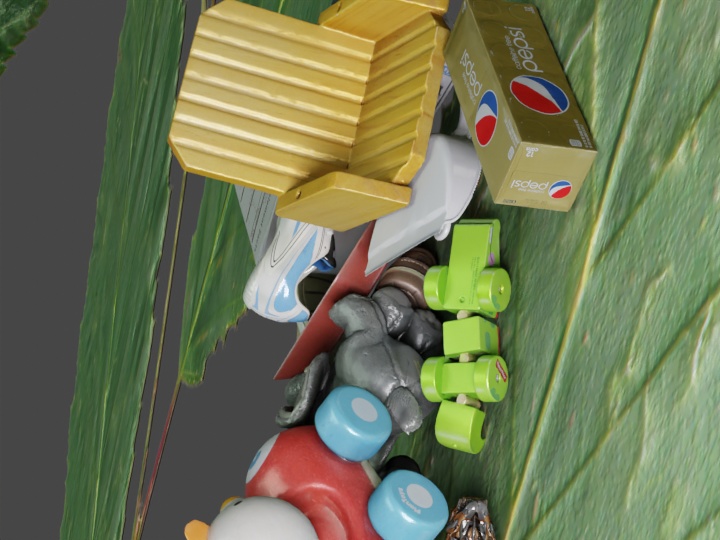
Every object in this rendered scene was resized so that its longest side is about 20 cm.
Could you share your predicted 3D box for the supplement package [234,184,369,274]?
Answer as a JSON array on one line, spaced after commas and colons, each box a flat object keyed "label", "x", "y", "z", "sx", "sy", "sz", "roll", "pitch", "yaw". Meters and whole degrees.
[{"label": "supplement package", "x": -0.062, "y": -0.099, "z": 1.795, "sx": 0.200, "sy": 0.116, "sz": 0.118, "roll": -111, "pitch": 33, "yaw": -52}]

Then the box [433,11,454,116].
[{"label": "box", "x": 0.020, "y": -0.164, "z": 1.599, "sx": 0.200, "sy": 0.060, "sz": 0.117, "roll": -58, "pitch": 29, "yaw": 30}]

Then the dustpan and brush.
[{"label": "dustpan and brush", "x": 0.073, "y": -0.093, "z": 1.438, "sx": 0.139, "sy": 0.057, "sz": 0.201, "roll": -31, "pitch": 43, "yaw": 55}]

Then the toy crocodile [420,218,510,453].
[{"label": "toy crocodile", "x": 0.094, "y": 0.053, "z": 1.392, "sx": 0.067, "sy": 0.062, "sz": 0.201, "roll": -4, "pitch": 75, "yaw": 31}]

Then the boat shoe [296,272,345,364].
[{"label": "boat shoe", "x": -0.039, "y": 0.078, "z": 1.742, "sx": 0.201, "sy": 0.074, "sz": 0.069, "roll": -103, "pitch": 32, "yaw": -41}]

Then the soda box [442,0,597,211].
[{"label": "soda box", "x": 0.125, "y": -0.139, "z": 1.335, "sx": 0.200, "sy": 0.067, "sz": 0.064, "roll": -105, "pitch": 27, "yaw": -46}]

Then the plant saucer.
[{"label": "plant saucer", "x": 0.000, "y": 0.000, "z": 1.594, "sx": 0.200, "sy": 0.037, "sz": 0.200, "roll": -58, "pitch": 1, "yaw": -37}]

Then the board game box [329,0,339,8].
[{"label": "board game box", "x": 0.006, "y": -0.250, "z": 1.644, "sx": 0.028, "sy": 0.135, "sz": 0.200, "roll": 40, "pitch": 136, "yaw": 14}]

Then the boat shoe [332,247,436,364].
[{"label": "boat shoe", "x": 0.030, "y": 0.058, "z": 1.576, "sx": 0.203, "sy": 0.074, "sz": 0.075, "roll": -61, "pitch": 3, "yaw": 44}]

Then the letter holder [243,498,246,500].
[{"label": "letter holder", "x": -0.094, "y": 0.316, "z": 1.725, "sx": 0.101, "sy": 0.141, "sz": 0.201, "roll": -136, "pitch": 54, "yaw": -66}]

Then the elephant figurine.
[{"label": "elephant figurine", "x": -0.011, "y": 0.121, "z": 1.486, "sx": 0.200, "sy": 0.155, "sz": 0.142, "roll": -44, "pitch": 73, "yaw": 31}]

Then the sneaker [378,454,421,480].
[{"label": "sneaker", "x": 0.033, "y": 0.260, "z": 1.502, "sx": 0.091, "sy": 0.076, "sz": 0.201, "roll": -76, "pitch": -3, "yaw": -64}]

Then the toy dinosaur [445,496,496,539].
[{"label": "toy dinosaur", "x": 0.090, "y": 0.288, "z": 1.325, "sx": 0.136, "sy": 0.102, "sz": 0.201, "roll": 136, "pitch": 120, "yaw": -84}]

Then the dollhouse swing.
[{"label": "dollhouse swing", "x": -0.049, "y": -0.163, "z": 1.456, "sx": 0.182, "sy": 0.175, "sz": 0.201, "roll": -19, "pitch": 55, "yaw": 61}]

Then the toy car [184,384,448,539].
[{"label": "toy car", "x": -0.070, "y": 0.210, "z": 1.318, "sx": 0.185, "sy": 0.199, "sz": 0.177, "roll": -53, "pitch": 56, "yaw": 31}]

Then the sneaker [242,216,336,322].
[{"label": "sneaker", "x": -0.046, "y": -0.044, "z": 1.542, "sx": 0.072, "sy": 0.072, "sz": 0.201, "roll": 135, "pitch": 156, "yaw": -75}]
